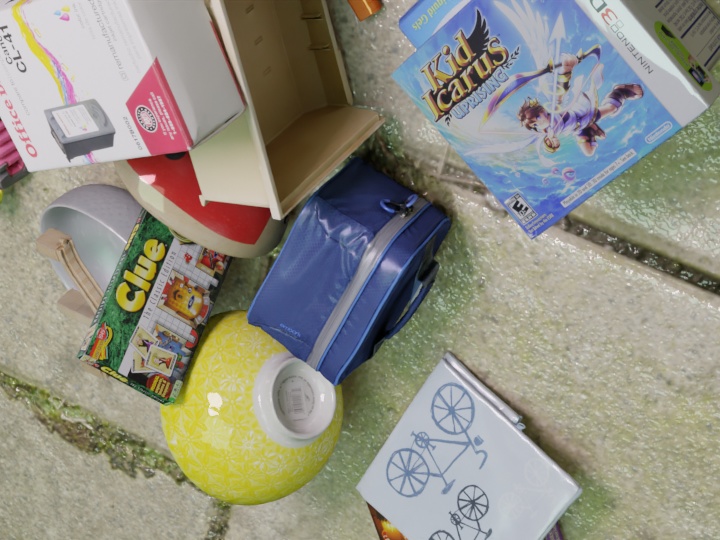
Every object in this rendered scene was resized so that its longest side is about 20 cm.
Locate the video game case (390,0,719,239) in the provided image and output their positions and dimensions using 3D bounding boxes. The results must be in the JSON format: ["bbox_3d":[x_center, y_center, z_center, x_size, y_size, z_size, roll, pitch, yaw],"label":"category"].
[{"bbox_3d":[0.150,-0.149,1.175,0.181,0.045,0.200,49,128,-2],"label":"video game case"}]

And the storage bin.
[{"bbox_3d":[-0.075,-0.183,1.295,0.093,0.199,0.201,6,125,34],"label":"storage bin"}]

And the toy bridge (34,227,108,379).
[{"bbox_3d":[-0.287,0.041,1.566,0.067,0.027,0.201,23,142,31],"label":"toy bridge"}]

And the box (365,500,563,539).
[{"bbox_3d":[0.110,0.268,1.555,0.199,0.039,0.138,-8,111,32],"label":"box"}]

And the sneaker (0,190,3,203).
[{"bbox_3d":[-0.472,-0.096,1.658,0.199,0.074,0.084,22,122,28],"label":"sneaker"}]

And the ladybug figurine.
[{"bbox_3d":[-0.145,-0.088,1.428,0.199,0.136,0.072,24,128,-33],"label":"ladybug figurine"}]

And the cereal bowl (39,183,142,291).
[{"bbox_3d":[-0.234,-0.011,1.548,0.200,0.083,0.201,31,145,24],"label":"cereal bowl"}]

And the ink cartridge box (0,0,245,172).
[{"bbox_3d":[-0.210,-0.167,1.204,0.199,0.086,0.148,-5,119,37],"label":"ink cartridge box"}]

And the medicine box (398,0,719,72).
[{"bbox_3d":[0.168,-0.198,1.232,0.200,0.103,0.182,49,128,-2],"label":"medicine box"}]

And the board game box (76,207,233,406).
[{"bbox_3d":[-0.189,0.018,1.438,0.104,0.201,0.023,30,154,-23],"label":"board game box"}]

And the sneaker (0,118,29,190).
[{"bbox_3d":[-0.391,-0.175,1.554,0.095,0.079,0.200,43,146,21],"label":"sneaker"}]

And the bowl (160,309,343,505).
[{"bbox_3d":[-0.086,0.131,1.473,0.107,0.200,0.201,-14,110,52],"label":"bowl"}]

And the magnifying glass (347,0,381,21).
[{"bbox_3d":[-0.043,-0.315,1.333,0.079,0.022,0.201,-24,105,39],"label":"magnifying glass"}]

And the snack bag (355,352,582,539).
[{"bbox_3d":[0.109,0.214,1.491,0.200,0.021,0.189,41,116,21],"label":"snack bag"}]

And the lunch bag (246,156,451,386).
[{"bbox_3d":[0.000,0.000,1.410,0.132,0.136,0.200,35,126,7],"label":"lunch bag"}]
